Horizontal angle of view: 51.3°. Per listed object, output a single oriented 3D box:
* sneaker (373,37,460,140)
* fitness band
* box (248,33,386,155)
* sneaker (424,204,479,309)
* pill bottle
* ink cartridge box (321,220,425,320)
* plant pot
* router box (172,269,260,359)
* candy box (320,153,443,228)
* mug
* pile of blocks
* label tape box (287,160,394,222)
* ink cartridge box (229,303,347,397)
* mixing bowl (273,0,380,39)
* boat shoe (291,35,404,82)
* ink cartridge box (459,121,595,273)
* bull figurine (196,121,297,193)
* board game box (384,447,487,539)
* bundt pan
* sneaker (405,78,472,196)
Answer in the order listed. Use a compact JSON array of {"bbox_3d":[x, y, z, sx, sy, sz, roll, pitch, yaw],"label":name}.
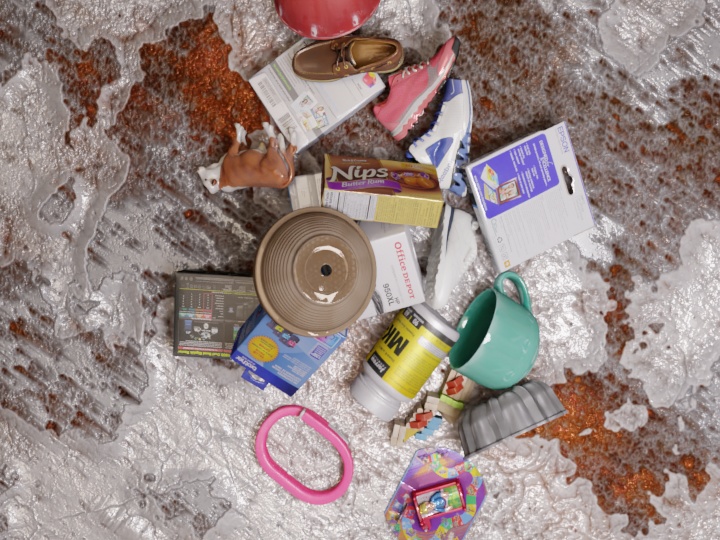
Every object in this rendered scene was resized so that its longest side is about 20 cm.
[{"bbox_3d":[0.092,-0.321,1.279,0.086,0.074,0.201,35,116,-5],"label":"sneaker"},{"bbox_3d":[-0.102,0.342,1.386,0.199,0.037,0.145,38,96,1],"label":"fitness band"},{"bbox_3d":[-0.077,-0.330,1.331,0.198,0.041,0.157,-35,92,6],"label":"box"},{"bbox_3d":[0.161,-0.021,1.291,0.079,0.077,0.204,21,61,-10],"label":"sneaker"},{"bbox_3d":[0.075,0.157,1.324,0.113,0.114,0.202,36,95,0],"label":"pill bottle"},{"bbox_3d":[0.000,0.000,1.282,0.195,0.085,0.147,-16,121,7],"label":"ink cartridge box"},{"bbox_3d":[-0.062,0.002,1.143,0.196,0.093,0.207,0,89,-15],"label":"plant pot"},{"bbox_3d":[-0.238,0.081,1.360,0.194,0.062,0.154,4,95,3],"label":"router box"},{"bbox_3d":[0.032,-0.134,1.243,0.195,0.118,0.057,7,127,-7],"label":"candy box"},{"bbox_3d":[0.246,0.113,1.289,0.113,0.153,0.187,28,108,-11],"label":"mug"},{"bbox_3d":[0.133,0.261,1.355,0.200,0.062,0.082,-44,91,6],"label":"pile of blocks"},{"bbox_3d":[-0.023,-0.109,1.334,0.195,0.066,0.147,-9,94,5],"label":"label tape box"},{"bbox_3d":[-0.128,0.119,1.266,0.135,0.077,0.200,33,121,-15],"label":"ink cartridge box"},{"bbox_3d":[-0.062,-0.504,1.250,0.195,0.109,0.205,-2,73,7],"label":"mixing bowl"},{"bbox_3d":[-0.023,-0.366,1.272,0.195,0.068,0.074,-5,94,3],"label":"boat shoe"},{"bbox_3d":[0.292,-0.128,1.301,0.196,0.043,0.202,-24,106,-8],"label":"ink cartridge box"},{"bbox_3d":[-0.196,-0.193,1.317,0.195,0.065,0.125,5,88,25],"label":"bull figurine"},{"bbox_3d":[0.141,0.433,1.378,0.156,0.039,0.203,28,96,1],"label":"board game box"},{"bbox_3d":[0.251,0.251,1.290,0.198,0.202,0.077,-26,75,4],"label":"bundt pan"},{"bbox_3d":[0.134,-0.233,1.308,0.112,0.081,0.205,1,96,1],"label":"sneaker"}]
